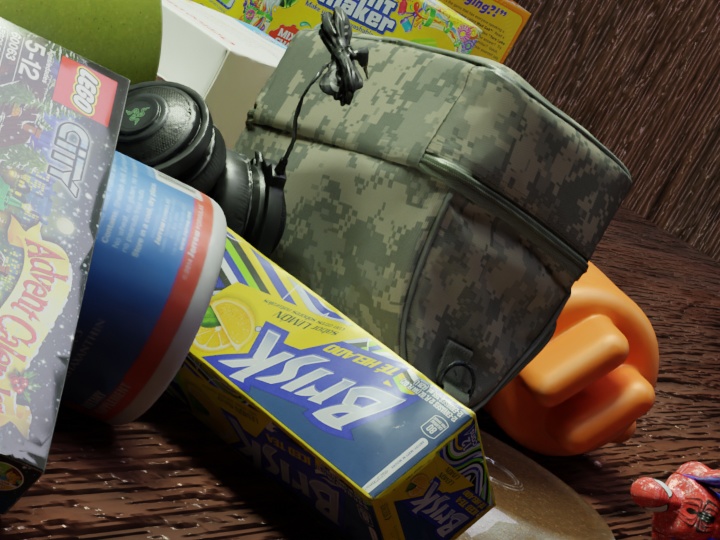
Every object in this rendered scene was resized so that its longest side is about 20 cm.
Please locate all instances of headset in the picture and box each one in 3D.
[{"bbox_3d":[-0.082,-0.054,1.134,0.123,0.200,0.094,40,30,-39],"label":"headset"}]

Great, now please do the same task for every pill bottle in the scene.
[{"bbox_3d":[-0.168,-0.019,0.970,0.200,0.112,0.112,25,10,-19],"label":"pill bottle"}]

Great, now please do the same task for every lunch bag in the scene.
[{"bbox_3d":[0.017,-0.022,1.189,0.200,0.168,0.139,20,-12,48],"label":"lunch bag"}]

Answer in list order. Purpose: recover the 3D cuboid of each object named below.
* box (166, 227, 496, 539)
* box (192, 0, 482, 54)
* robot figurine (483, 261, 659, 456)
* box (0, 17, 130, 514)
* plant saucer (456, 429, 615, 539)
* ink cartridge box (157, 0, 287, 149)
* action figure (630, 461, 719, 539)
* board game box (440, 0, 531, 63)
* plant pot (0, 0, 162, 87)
[{"bbox_3d":[-0.030,0.055,1.044,0.200,0.064,0.070,35,-26,37],"label":"box"},{"bbox_3d":[-0.047,-0.167,1.839,0.200,0.193,0.122,22,12,-33],"label":"box"},{"bbox_3d":[0.115,0.045,1.439,0.144,0.117,0.200,17,14,-22],"label":"robot figurine"},{"bbox_3d":[-0.170,-0.021,0.860,0.137,0.038,0.200,24,47,-21],"label":"box"},{"bbox_3d":[0.057,0.113,1.149,0.200,0.037,0.200,28,9,-5],"label":"plant saucer"},{"bbox_3d":[-0.114,-0.107,1.536,0.129,0.125,0.200,35,11,34],"label":"ink cartridge box"},{"bbox_3d":[0.248,0.162,1.324,0.200,0.065,0.099,24,-6,-27],"label":"action figure"},{"bbox_3d":[0.041,-0.273,2.615,0.200,0.200,0.200,26,11,-18],"label":"board game box"},{"bbox_3d":[-0.232,-0.122,1.109,0.187,0.187,0.200,34,25,28],"label":"plant pot"}]
